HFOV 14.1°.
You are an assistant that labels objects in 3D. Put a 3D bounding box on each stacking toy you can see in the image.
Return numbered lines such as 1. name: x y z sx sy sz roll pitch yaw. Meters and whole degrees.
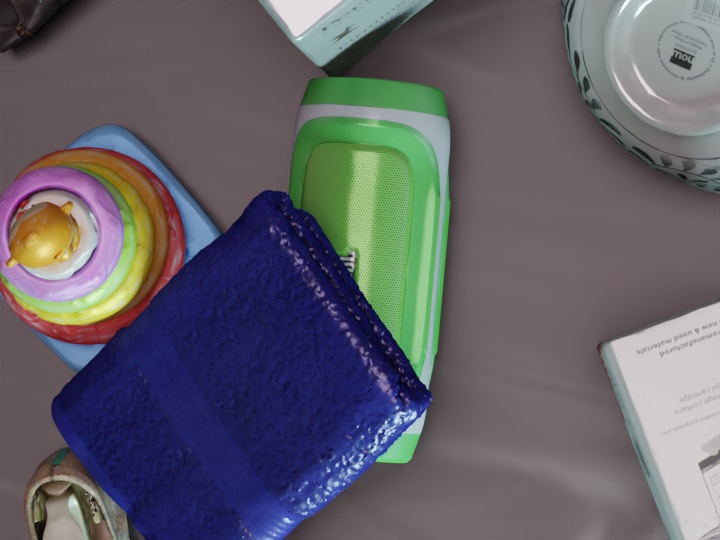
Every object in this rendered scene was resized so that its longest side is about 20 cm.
1. stacking toy: -0.153 -0.015 1.515 0.116 0.200 0.110 -43 85 3

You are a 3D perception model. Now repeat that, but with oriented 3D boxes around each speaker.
1. speaker: 0.000 0.000 1.559 0.088 0.088 0.200 5 89 5

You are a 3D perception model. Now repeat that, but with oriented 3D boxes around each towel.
1. towel: -0.062 0.069 1.522 0.200 0.050 0.148 -44 74 32

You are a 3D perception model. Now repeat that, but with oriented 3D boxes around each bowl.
1. bowl: 0.182 -0.122 1.501 0.201 0.094 0.201 8 111 23

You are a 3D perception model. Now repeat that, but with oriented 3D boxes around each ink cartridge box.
1. ink cartridge box: 0.195 0.117 1.506 0.083 0.147 0.200 -21 87 2

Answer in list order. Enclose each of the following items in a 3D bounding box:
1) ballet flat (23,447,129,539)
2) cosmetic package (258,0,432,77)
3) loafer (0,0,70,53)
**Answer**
1. ballet flat: -0.145 0.195 1.574 0.068 0.067 0.200 -17 87 6
2. cosmetic package: -0.009 -0.219 1.509 0.167 0.200 0.166 -37 85 4
3. loafer: -0.240 -0.205 1.596 0.200 0.073 0.072 42 97 6
